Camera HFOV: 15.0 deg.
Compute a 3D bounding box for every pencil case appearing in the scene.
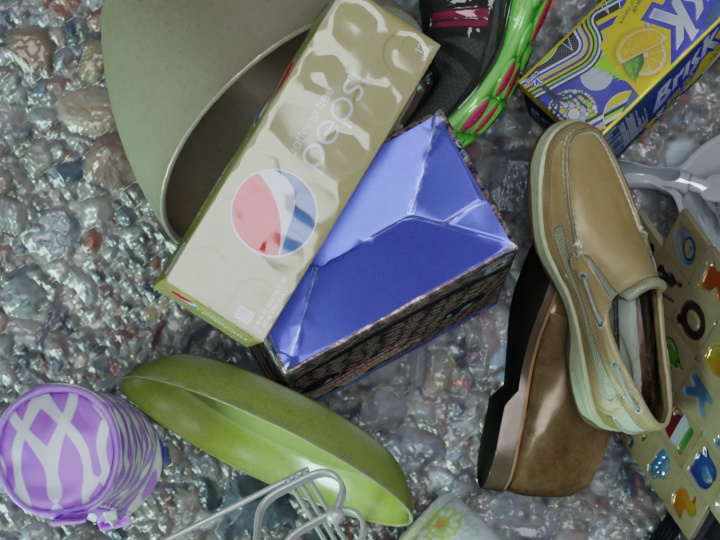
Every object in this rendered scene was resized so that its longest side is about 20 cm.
[{"bbox_3d":[-0.171,0.116,1.672,0.084,0.200,0.086,-3,83,5],"label":"pencil case"}]

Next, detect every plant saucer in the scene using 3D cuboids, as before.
[{"bbox_3d":[-0.053,0.100,1.684,0.199,0.200,0.031,26,76,-5],"label":"plant saucer"}]

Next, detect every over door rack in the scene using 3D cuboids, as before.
[{"bbox_3d":[-0.089,0.195,1.684,0.199,0.148,0.067,-17,63,4],"label":"over door rack"}]

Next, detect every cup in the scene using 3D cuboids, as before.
[{"bbox_3d":[-0.082,-0.132,1.701,0.200,0.200,0.143,-39,65,-5],"label":"cup"}]

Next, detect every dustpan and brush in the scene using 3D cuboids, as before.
[{"bbox_3d":[0.233,-0.050,1.773,0.199,0.057,0.140,1,52,25],"label":"dustpan and brush"}]

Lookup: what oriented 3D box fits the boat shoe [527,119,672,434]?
[{"bbox_3d":[0.161,0.003,1.696,0.071,0.076,0.201,-22,103,-27],"label":"boat shoe"}]

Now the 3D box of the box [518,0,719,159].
[{"bbox_3d":[0.197,-0.158,1.769,0.200,0.064,0.070,-44,73,-5],"label":"box"}]

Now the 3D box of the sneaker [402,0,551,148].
[{"bbox_3d":[0.071,-0.160,1.770,0.084,0.077,0.201,23,83,13],"label":"sneaker"}]

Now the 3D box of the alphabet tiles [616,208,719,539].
[{"bbox_3d":[0.205,0.066,1.710,0.006,0.167,0.200,-8,49,-31],"label":"alphabet tiles"}]

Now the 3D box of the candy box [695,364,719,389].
[{"bbox_3d":[0.321,0.115,1.753,0.167,0.072,0.200,-29,87,-23],"label":"candy box"}]

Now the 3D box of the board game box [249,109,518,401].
[{"bbox_3d":[0.000,0.000,1.681,0.159,0.200,0.097,-29,82,-5],"label":"board game box"}]

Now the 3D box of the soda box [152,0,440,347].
[{"bbox_3d":[-0.036,-0.059,1.553,0.068,0.064,0.200,32,81,-6],"label":"soda box"}]

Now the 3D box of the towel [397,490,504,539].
[{"bbox_3d":[0.064,0.261,1.729,0.171,0.048,0.200,-45,67,-4],"label":"towel"}]

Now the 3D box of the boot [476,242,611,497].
[{"bbox_3d":[0.133,0.049,1.767,0.075,0.074,0.201,11,98,-7],"label":"boot"}]

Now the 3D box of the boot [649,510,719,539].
[{"bbox_3d":[0.261,0.250,1.782,0.200,0.066,0.165,37,87,-8],"label":"boot"}]
